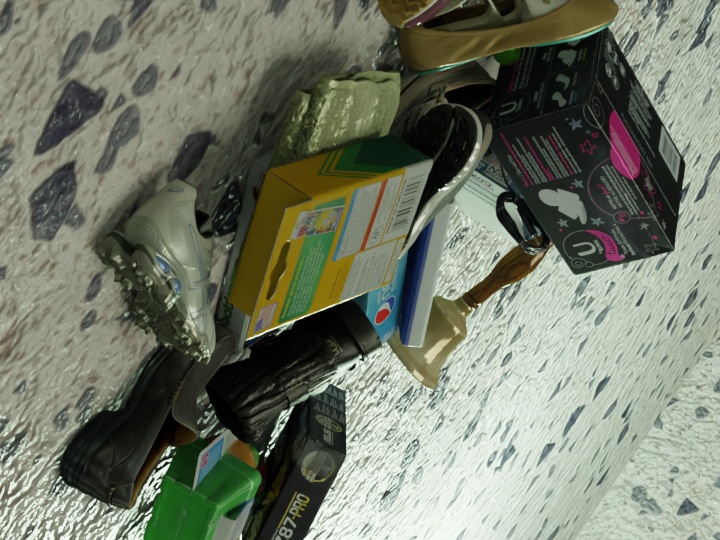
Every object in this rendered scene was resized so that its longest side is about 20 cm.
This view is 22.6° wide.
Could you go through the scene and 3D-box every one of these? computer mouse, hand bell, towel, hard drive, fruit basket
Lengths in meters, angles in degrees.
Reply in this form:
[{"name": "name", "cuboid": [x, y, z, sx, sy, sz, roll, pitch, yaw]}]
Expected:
[{"name": "computer mouse", "cuboid": [0.131, -0.106, 1.767, 0.058, 0.201, 0.034, -21, 177, -29]}, {"name": "hand bell", "cuboid": [0.123, 0.026, 1.928, 0.200, 0.104, 0.104, -39, 162, 10]}, {"name": "towel", "cuboid": [-0.033, -0.078, 1.517, 0.148, 0.036, 0.201, -16, 134, -58]}, {"name": "hard drive", "cuboid": [0.062, -0.040, 1.793, 0.200, 0.025, 0.132, 100, -10, -45]}, {"name": "fruit basket", "cuboid": [-0.127, 0.213, 1.740, 0.200, 0.094, 0.186, -29, 146, -57]}]

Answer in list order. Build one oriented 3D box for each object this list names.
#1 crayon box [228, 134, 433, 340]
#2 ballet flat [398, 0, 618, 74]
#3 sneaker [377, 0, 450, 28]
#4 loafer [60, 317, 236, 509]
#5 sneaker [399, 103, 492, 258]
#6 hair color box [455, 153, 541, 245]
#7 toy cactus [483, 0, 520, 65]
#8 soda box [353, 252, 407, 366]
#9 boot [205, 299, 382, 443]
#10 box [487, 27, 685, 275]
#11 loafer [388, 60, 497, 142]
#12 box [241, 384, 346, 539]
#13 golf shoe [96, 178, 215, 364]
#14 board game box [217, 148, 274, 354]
[{"name": "crayon box", "cuboid": [-0.032, -0.030, 1.469, 0.200, 0.052, 0.126, -21, 138, -51]}, {"name": "ballet flat", "cuboid": [0.129, -0.225, 1.599, 0.069, 0.199, 0.063, -101, 176, -58]}, {"name": "sneaker", "cuboid": [0.090, -0.286, 1.538, 0.200, 0.075, 0.090, -57, 154, 2]}, {"name": "loafer", "cuboid": [-0.166, 0.125, 1.550, 0.200, 0.072, 0.073, -49, 157, -23]}, {"name": "sneaker", "cuboid": [0.048, -0.067, 1.605, 0.200, 0.074, 0.079, -46, 166, 24]}, {"name": "hair color box", "cuboid": [0.146, -0.094, 1.886, 0.061, 0.100, 0.200, -55, 163, -8]}, {"name": "toy cactus", "cuboid": [0.140, -0.293, 1.654, 0.165, 0.102, 0.200, 5, 119, -46]}, {"name": "soda box", "cuboid": [0.000, 0.000, 1.753, 0.064, 0.068, 0.200, -43, 155, -32]}, {"name": "boot", "cuboid": [-0.073, 0.093, 1.697, 0.158, 0.080, 0.211, -36, 178, -11]}, {"name": "box", "cuboid": [0.217, -0.117, 1.728, 0.200, 0.114, 0.132, 54, 36, -34]}, {"name": "loafer", "cuboid": [0.068, -0.151, 1.660, 0.200, 0.063, 0.072, -47, 164, -51]}, {"name": "box", "cuboid": [-0.067, 0.211, 1.813, 0.162, 0.049, 0.200, -61, -172, 13]}, {"name": "golf shoe", "cuboid": [-0.139, 0.004, 1.443, 0.097, 0.078, 0.200, -56, 161, -21]}, {"name": "board game box", "cuboid": [-0.065, -0.032, 1.607, 0.126, 0.035, 0.200, -34, 149, -46]}]
